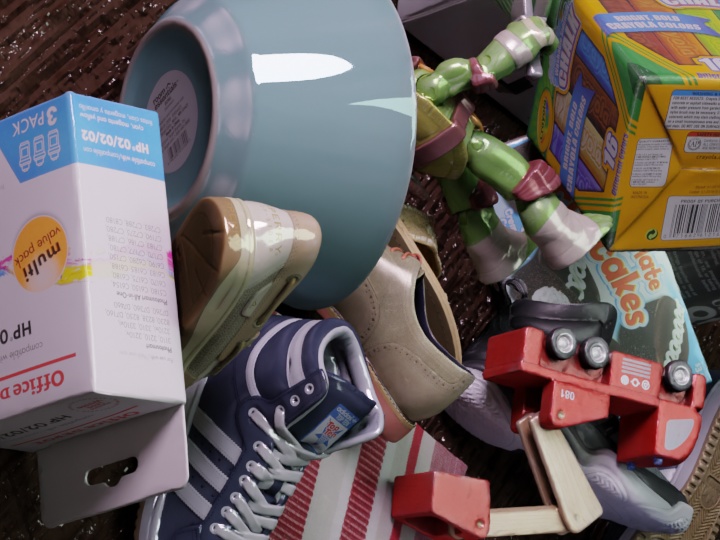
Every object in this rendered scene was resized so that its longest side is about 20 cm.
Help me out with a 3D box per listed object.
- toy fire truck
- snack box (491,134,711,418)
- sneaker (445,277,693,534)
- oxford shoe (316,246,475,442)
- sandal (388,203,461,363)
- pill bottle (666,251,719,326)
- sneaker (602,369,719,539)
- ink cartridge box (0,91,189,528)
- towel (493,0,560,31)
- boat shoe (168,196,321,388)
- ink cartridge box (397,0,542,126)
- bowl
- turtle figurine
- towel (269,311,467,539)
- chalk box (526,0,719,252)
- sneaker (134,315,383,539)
[{"bbox_3d":[0.122,0.110,1.726,0.200,0.049,0.141,16,73,-28],"label":"toy fire truck"},{"bbox_3d":[0.148,0.002,1.875,0.116,0.037,0.200,-21,92,-12],"label":"snack box"},{"bbox_3d":[0.152,0.086,1.816,0.200,0.075,0.114,33,71,-19],"label":"sneaker"},{"bbox_3d":[0.000,0.000,1.669,0.200,0.075,0.070,60,10,5],"label":"oxford shoe"},{"bbox_3d":[0.019,-0.026,1.730,0.070,0.078,0.212,-42,106,-42],"label":"sandal"},{"bbox_3d":[0.246,-0.022,1.939,0.111,0.200,0.111,29,53,-46],"label":"pill bottle"},{"bbox_3d":[0.194,0.150,1.921,0.070,0.108,0.200,43,74,-39],"label":"sneaker"},{"bbox_3d":[-0.157,0.023,1.430,0.068,0.115,0.200,11,66,-48],"label":"ink cartridge box"},{"bbox_3d":[0.061,-0.250,1.771,0.023,0.153,0.200,-34,65,-25],"label":"towel"},{"bbox_3d":[-0.080,0.023,1.468,0.065,0.200,0.072,1,62,-26],"label":"boat shoe"},{"bbox_3d":[0.119,-0.196,1.940,0.200,0.084,0.145,34,50,-42],"label":"ink cartridge box"},{"bbox_3d":[-0.065,-0.080,1.564,0.105,0.201,0.201,4,71,-34],"label":"bowl"},{"bbox_3d":[0.075,-0.102,1.709,0.194,0.144,0.200,55,20,-19],"label":"turtle figurine"},{"bbox_3d":[-0.013,0.131,1.670,0.200,0.023,0.144,41,47,-35],"label":"towel"},{"bbox_3d":[0.189,-0.114,1.785,0.125,0.124,0.200,-1,32,-19],"label":"chalk box"},{"bbox_3d":[-0.053,0.114,1.514,0.070,0.108,0.200,37,56,-49],"label":"sneaker"}]
